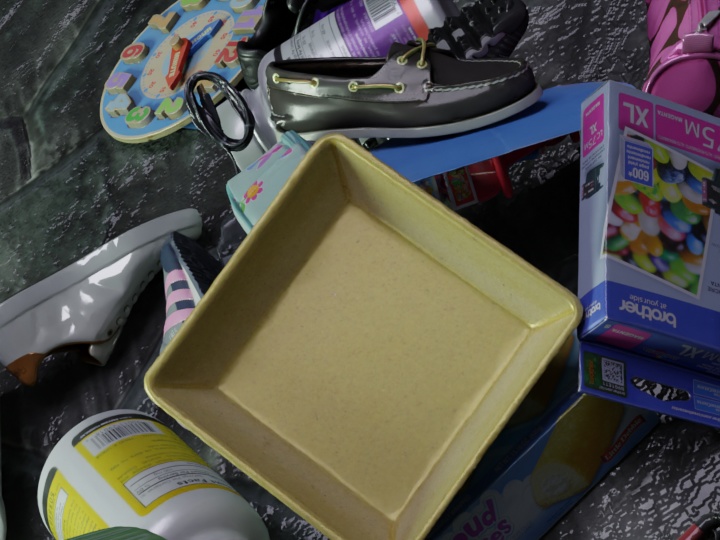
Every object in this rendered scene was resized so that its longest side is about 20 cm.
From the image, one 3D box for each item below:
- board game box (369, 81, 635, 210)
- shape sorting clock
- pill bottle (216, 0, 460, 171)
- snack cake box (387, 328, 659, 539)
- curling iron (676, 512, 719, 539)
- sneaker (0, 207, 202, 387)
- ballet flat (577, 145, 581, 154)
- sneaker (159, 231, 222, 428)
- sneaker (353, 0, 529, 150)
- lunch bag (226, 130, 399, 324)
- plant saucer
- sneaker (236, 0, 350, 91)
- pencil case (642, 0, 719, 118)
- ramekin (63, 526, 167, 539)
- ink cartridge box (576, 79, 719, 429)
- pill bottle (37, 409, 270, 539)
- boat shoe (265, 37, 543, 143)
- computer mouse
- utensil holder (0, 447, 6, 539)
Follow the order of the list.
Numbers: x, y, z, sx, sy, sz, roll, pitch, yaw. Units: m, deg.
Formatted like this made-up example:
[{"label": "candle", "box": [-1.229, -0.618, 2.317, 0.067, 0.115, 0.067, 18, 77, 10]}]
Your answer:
[{"label": "board game box", "box": [0.093, -0.077, 1.276, 0.199, 0.039, 0.158, -17, 14, 0]}, {"label": "shape sorting clock", "box": [-0.156, -0.195, 1.710, 0.199, 0.039, 0.201, -22, 41, 21]}, {"label": "pill bottle", "box": [-0.009, -0.143, 1.477, 0.199, 0.111, 0.112, -30, 39, 13]}, {"label": "snack cake box", "box": [0.073, 0.118, 1.188, 0.200, 0.067, 0.115, -44, 39, -4]}, {"label": "curling iron", "box": [0.144, 0.209, 1.071, 0.200, 0.026, 0.050, -40, 35, 1]}, {"label": "sneaker", "box": [-0.202, 0.025, 1.525, 0.200, 0.085, 0.073, -32, -2, -15]}, {"label": "ballet flat", "box": [0.197, -0.037, 1.235, 0.072, 0.072, 0.201, -30, 39, 12]}, {"label": "sneaker", "box": [-0.130, 0.043, 1.434, 0.082, 0.070, 0.200, -49, 29, 13]}, {"label": "sneaker", "box": [0.063, -0.115, 1.399, 0.200, 0.090, 0.067, -47, 31, 16]}, {"label": "lunch bag", "box": [0.000, 0.000, 1.295, 0.077, 0.160, 0.200, -43, 43, 4]}, {"label": "plant saucer", "box": [0.004, 0.050, 1.148, 0.200, 0.048, 0.200, 36, 88, 18]}, {"label": "sneaker", "box": [-0.026, -0.223, 1.577, 0.200, 0.100, 0.069, -48, 41, -9]}, {"label": "pencil case", "box": [0.230, -0.162, 1.283, 0.090, 0.094, 0.200, -11, 33, 14]}, {"label": "ramekin", "box": [-0.154, 0.252, 1.144, 0.199, 0.201, 0.097, 8, 18, 44]}, {"label": "ink cartridge box", "box": [0.190, -0.009, 1.149, 0.042, 0.119, 0.201, 138, 143, -56]}, {"label": "pill bottle", "box": [-0.127, 0.180, 1.258, 0.111, 0.111, 0.200, -46, 38, -7]}, {"label": "boat shoe", "box": [0.026, -0.127, 1.316, 0.200, 0.061, 0.072, -6, 21, 24]}, {"label": "computer mouse", "box": [-0.089, -0.058, 1.444, 0.058, 0.034, 0.201, -18, 82, 11]}, {"label": "utensil holder", "box": [-0.357, 0.133, 1.456, 0.170, 0.170, 0.200, -30, 36, 12]}]
